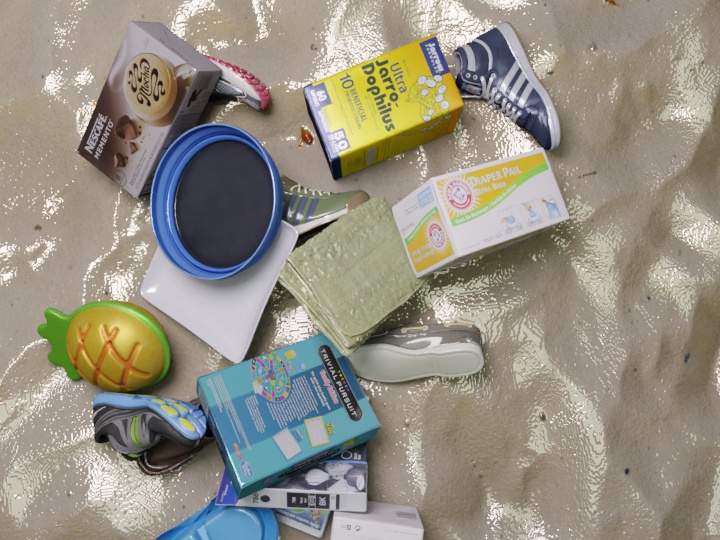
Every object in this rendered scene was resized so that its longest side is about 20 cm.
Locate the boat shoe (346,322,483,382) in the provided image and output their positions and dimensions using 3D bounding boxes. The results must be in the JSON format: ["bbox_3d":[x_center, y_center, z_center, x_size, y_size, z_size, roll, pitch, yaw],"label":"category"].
[{"bbox_3d":[0.071,0.109,0.961,0.196,0.073,0.061,-3,43,12],"label":"boat shoe"}]

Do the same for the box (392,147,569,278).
[{"bbox_3d":[0.158,-0.076,0.917,0.196,0.112,0.104,-18,84,-27],"label":"box"}]

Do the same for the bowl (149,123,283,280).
[{"bbox_3d":[-0.189,-0.090,0.918,0.196,0.039,0.207,-1,87,23],"label":"bowl"}]

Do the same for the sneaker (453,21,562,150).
[{"bbox_3d":[0.203,-0.247,0.990,0.106,0.070,0.204,-22,78,-7],"label":"sneaker"}]

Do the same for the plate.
[{"bbox_3d":[-0.194,-0.008,0.956,0.197,0.032,0.204,30,100,20],"label":"plate"}]

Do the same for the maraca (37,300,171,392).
[{"bbox_3d":[-0.348,0.102,0.942,0.195,0.107,0.140,0,115,15],"label":"maraca"}]

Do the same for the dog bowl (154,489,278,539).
[{"bbox_3d":[-0.195,0.369,0.931,0.198,0.050,0.113,-35,89,4],"label":"dog bowl"}]

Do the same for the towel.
[{"bbox_3d":[0.000,0.000,0.906,0.199,0.036,0.149,-39,90,-30],"label":"towel"}]

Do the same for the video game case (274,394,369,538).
[{"bbox_3d":[-0.085,0.248,0.969,0.140,0.018,0.204,20,84,2],"label":"video game case"}]

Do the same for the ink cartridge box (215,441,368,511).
[{"bbox_3d":[-0.087,0.262,0.909,0.194,0.100,0.040,1,122,0],"label":"ink cartridge box"}]

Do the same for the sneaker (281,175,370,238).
[{"bbox_3d":[-0.087,-0.095,0.977,0.196,0.067,0.092,-21,89,2],"label":"sneaker"}]

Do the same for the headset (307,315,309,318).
[{"bbox_3d":[0.003,-0.001,0.956,0.200,0.094,0.124,-42,85,-15],"label":"headset"}]

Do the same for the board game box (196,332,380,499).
[{"bbox_3d":[-0.094,0.181,0.901,0.196,0.047,0.153,-17,63,-26],"label":"board game box"}]

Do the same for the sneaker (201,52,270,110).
[{"bbox_3d":[-0.222,-0.271,0.999,0.196,0.081,0.076,21,103,8],"label":"sneaker"}]

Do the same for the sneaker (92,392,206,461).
[{"bbox_3d":[-0.278,0.209,0.910,0.195,0.070,0.085,0,81,31],"label":"sneaker"}]

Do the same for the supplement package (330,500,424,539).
[{"bbox_3d":[0.011,0.416,0.899,0.116,0.121,0.206,7,85,1],"label":"supplement package"}]

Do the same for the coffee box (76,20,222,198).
[{"bbox_3d":[-0.290,-0.218,0.948,0.112,0.080,0.202,36,112,3],"label":"coffee box"}]

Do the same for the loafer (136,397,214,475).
[{"bbox_3d":[-0.227,0.208,0.946,0.198,0.071,0.074,-36,85,-3],"label":"loafer"}]

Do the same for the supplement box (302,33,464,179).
[{"bbox_3d":[0.030,-0.225,0.971,0.196,0.110,0.111,-23,84,-2],"label":"supplement box"}]
